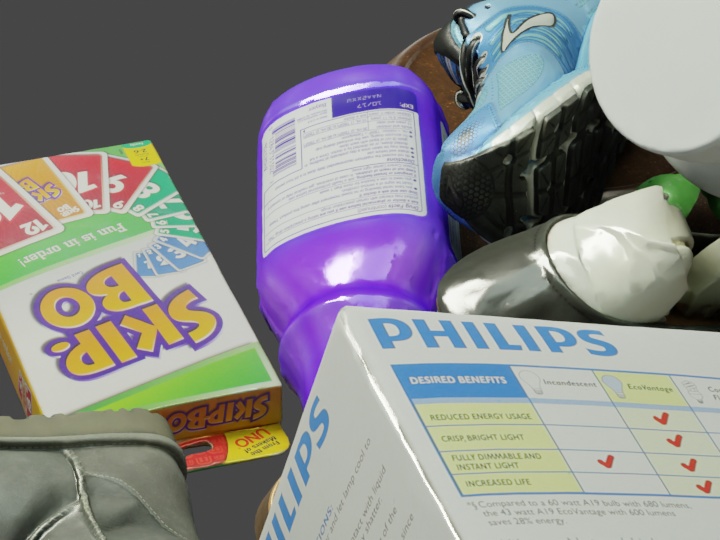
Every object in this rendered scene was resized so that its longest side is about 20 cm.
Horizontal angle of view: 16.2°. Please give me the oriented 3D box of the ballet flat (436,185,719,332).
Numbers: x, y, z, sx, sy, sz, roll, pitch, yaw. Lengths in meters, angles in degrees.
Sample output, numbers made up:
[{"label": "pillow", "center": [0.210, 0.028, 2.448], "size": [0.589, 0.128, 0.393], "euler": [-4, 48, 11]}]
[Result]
[{"label": "ballet flat", "center": [0.125, 0.000, 0.996], "size": [0.199, 0.068, 0.068], "euler": [1, 48, -29]}]

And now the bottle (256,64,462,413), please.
[{"label": "bottle", "center": [0.000, 0.000, 1.023], "size": [0.083, 0.065, 0.200], "euler": [-15, 41, 10]}]

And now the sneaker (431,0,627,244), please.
[{"label": "sneaker", "center": [0.066, -0.070, 1.073], "size": [0.090, 0.079, 0.200], "euler": [17, 29, 16]}]

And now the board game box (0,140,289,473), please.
[{"label": "board game box", "center": [-0.103, 0.015, 1.037], "size": [0.095, 0.030, 0.200], "euler": [-11, 41, -18]}]

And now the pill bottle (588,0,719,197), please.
[{"label": "pill bottle", "center": [0.179, -0.078, 1.000], "size": [0.111, 0.111, 0.200], "euler": [35, 19, 36]}]

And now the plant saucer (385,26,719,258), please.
[{"label": "plant saucer", "center": [0.090, -0.066, 1.156], "size": [0.199, 0.035, 0.201], "euler": [3, 37, -2]}]

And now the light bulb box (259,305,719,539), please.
[{"label": "light bulb box", "center": [0.092, 0.122, 0.787], "size": [0.198, 0.125, 0.200], "euler": [5, 33, -26]}]

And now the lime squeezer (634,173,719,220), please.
[{"label": "lime squeezer", "center": [0.158, -0.017, 1.073], "size": [0.200, 0.038, 0.071], "euler": [-22, 65, -32]}]

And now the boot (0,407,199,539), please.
[{"label": "boot", "center": [-0.104, 0.133, 0.850], "size": [0.181, 0.073, 0.200], "euler": [-11, 45, -18]}]

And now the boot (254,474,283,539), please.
[{"label": "boot", "center": [0.063, 0.068, 0.915], "size": [0.199, 0.076, 0.074], "euler": [-11, 61, -32]}]
